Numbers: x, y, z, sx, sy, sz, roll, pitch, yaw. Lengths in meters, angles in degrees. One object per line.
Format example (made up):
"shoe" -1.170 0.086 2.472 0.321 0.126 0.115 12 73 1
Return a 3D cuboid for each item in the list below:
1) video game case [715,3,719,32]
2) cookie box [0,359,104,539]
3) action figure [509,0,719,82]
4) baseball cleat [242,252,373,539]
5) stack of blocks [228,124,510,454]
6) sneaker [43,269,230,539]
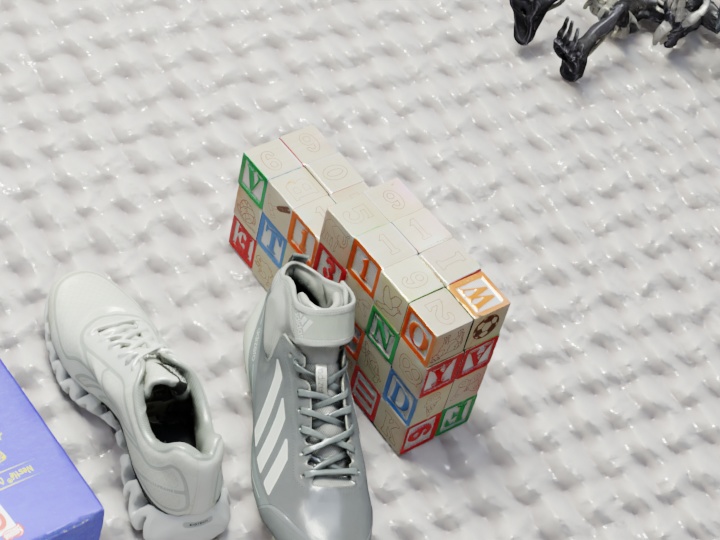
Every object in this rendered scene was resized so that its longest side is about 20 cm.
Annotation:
"video game case" 0.370 -0.185 1.521 0.199 0.019 0.143 28 46 -9
"cookie box" -0.266 0.114 1.086 0.170 0.076 0.200 -22 57 -30
"action figure" 0.214 -0.218 1.491 0.199 0.102 0.119 -28 68 -31
"baseball cleat" -0.031 0.079 1.156 0.069 0.107 0.201 -2 51 -22
"stack of blocks" 0.000 0.000 1.230 0.058 0.116 0.200 -22 57 -30
"sneaker" -0.130 0.065 1.164 0.075 0.081 0.200 -18 53 -25
